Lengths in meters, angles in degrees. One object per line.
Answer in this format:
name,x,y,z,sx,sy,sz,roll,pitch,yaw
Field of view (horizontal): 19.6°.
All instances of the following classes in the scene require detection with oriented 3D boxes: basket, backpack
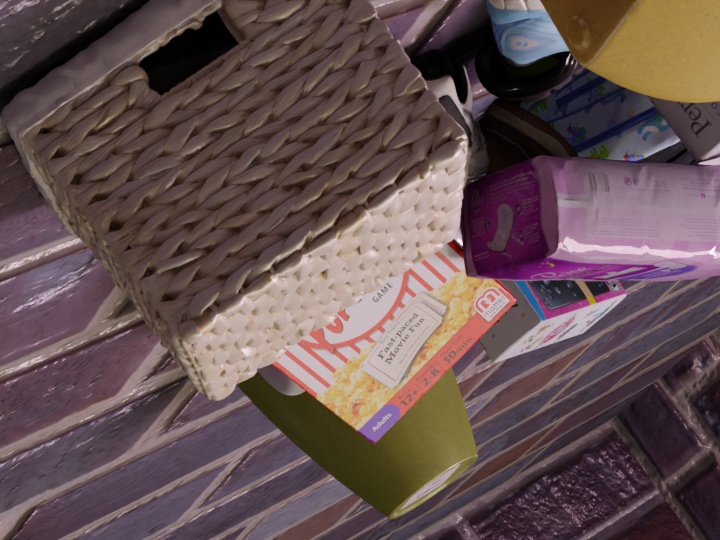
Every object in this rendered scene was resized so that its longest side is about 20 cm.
basket,-0.061,-0.053,1.133,0.198,0.161,0.200,-35,169,-8
backpack,0.219,-0.124,1.676,0.199,0.155,0.163,-11,179,36

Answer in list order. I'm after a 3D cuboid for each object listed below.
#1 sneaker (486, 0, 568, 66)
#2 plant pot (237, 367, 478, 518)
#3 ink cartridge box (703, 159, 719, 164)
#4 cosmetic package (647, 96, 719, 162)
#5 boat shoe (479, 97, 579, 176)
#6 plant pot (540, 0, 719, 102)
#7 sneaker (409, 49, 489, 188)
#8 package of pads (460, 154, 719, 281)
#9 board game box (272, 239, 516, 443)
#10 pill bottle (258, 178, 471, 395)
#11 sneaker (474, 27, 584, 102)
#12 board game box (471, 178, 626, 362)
sneaker,0.170,-0.184,1.353,0.199,0.079,0.090,-14,136,-14
plant pot,0.007,0.104,1.780,0.187,0.200,0.187,-34,168,-9
ink cartridge box,0.302,-0.162,1.778,0.200,0.116,0.067,-36,168,0
cosmetic package,0.292,-0.205,1.484,0.200,0.165,0.165,-44,164,30
boat shoe,0.126,-0.053,1.549,0.075,0.075,0.202,-55,149,-9
plant pot,0.195,-0.211,1.180,0.199,0.195,0.196,-18,160,-32
sneaker,0.054,-0.108,1.424,0.075,0.088,0.200,6,-169,2
package of pads,0.181,-0.034,1.461,0.199,0.076,0.120,1,169,-30
board game box,-0.006,0.013,1.470,0.152,0.046,0.200,-46,128,6
pill bottle,0.000,0.000,1.584,0.200,0.113,0.113,-31,167,-19
sneaker,0.152,-0.178,1.423,0.200,0.074,0.087,-38,174,32
board game box,0.138,-0.008,1.839,0.064,0.148,0.200,-41,167,28
